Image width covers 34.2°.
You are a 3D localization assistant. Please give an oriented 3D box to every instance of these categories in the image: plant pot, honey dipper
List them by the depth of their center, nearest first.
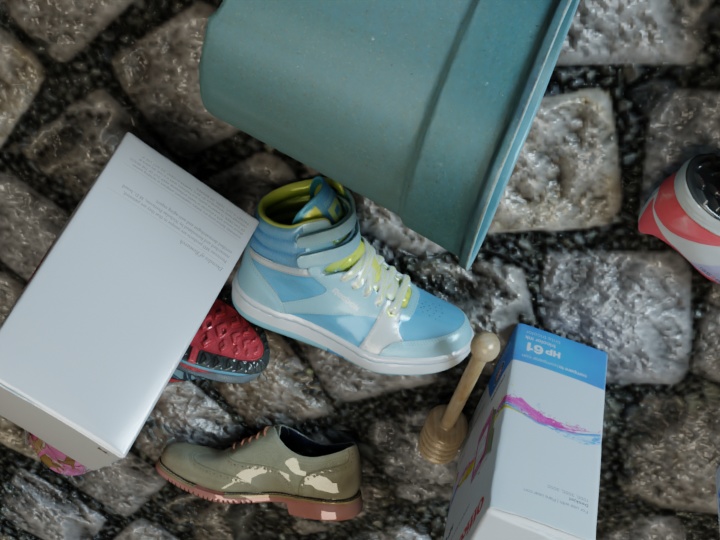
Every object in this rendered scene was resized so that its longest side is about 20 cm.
[{"bbox_3d":[0.016,-0.131,0.724,0.193,0.201,0.202,23,130,6],"label":"plant pot"},{"bbox_3d":[0.081,0.099,0.932,0.037,0.038,0.201,17,147,1],"label":"honey dipper"}]

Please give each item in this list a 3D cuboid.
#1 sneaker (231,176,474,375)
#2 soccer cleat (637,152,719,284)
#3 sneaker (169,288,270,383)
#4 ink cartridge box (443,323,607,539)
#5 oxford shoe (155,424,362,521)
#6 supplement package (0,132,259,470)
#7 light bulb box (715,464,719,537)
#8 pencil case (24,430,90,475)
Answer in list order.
[{"bbox_3d":[0.000,0.000,0.890,0.197,0.080,0.132,14,130,2],"label":"sneaker"},{"bbox_3d":[0.289,-0.006,0.827,0.198,0.069,0.073,32,146,-11],"label":"soccer cleat"},{"bbox_3d":[-0.168,0.056,0.993,0.197,0.080,0.096,16,144,10],"label":"sneaker"},{"bbox_3d":[0.124,0.165,0.904,0.083,0.201,0.146,19,129,-1],"label":"ink cartridge box"},{"bbox_3d":[-0.091,0.171,1.065,0.196,0.071,0.075,7,103,10],"label":"oxford shoe"},{"bbox_3d":[-0.184,0.026,0.860,0.119,0.202,0.121,33,156,-13],"label":"supplement package"},{"bbox_3d":[0.395,0.156,0.876,0.195,0.126,0.202,15,128,3],"label":"light bulb box"},{"bbox_3d":[-0.241,0.121,0.994,0.083,0.086,0.200,57,157,6],"label":"pencil case"}]
